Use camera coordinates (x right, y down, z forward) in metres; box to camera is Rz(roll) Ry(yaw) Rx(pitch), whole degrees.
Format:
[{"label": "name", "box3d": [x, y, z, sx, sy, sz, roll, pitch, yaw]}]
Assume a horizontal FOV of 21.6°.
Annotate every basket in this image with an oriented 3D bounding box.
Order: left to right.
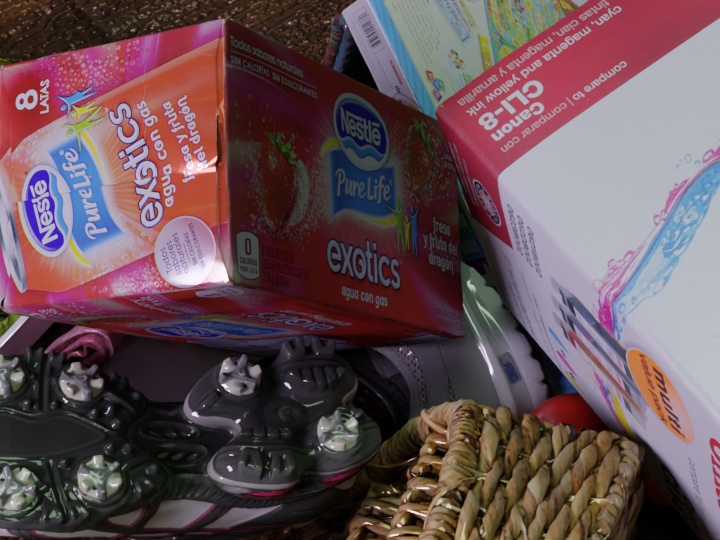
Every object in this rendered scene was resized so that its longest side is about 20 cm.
[{"label": "basket", "box3d": [0.012, 0.142, 0.694, 0.148, 0.143, 0.200, 14, 49, 16]}]

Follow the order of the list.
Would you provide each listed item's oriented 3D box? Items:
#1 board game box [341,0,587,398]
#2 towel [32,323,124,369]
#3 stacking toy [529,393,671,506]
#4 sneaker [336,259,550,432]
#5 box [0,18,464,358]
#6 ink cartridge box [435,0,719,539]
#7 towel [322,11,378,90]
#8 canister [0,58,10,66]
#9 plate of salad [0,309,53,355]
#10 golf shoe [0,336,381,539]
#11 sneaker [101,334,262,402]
[{"label": "board game box", "box3d": [0.095, -0.058, 0.862, 0.134, 0.034, 0.201, -27, 94, -20]}, {"label": "towel", "box3d": [-0.113, -0.004, 0.845, 0.023, 0.144, 0.200, 38, 43, -14]}, {"label": "stacking toy", "box3d": [0.165, 0.069, 0.801, 0.199, 0.086, 0.086, -12, 47, 2]}, {"label": "sneaker", "box3d": [0.000, 0.000, 0.845, 0.082, 0.075, 0.200, -30, 70, -18]}, {"label": "box", "box3d": [-0.043, -0.023, 0.732, 0.099, 0.200, 0.096, -7, 80, 26]}, {"label": "ink cartridge box", "box3d": [0.151, 0.001, 0.718, 0.144, 0.146, 0.200, -34, 54, -7]}, {"label": "towel", "box3d": [0.060, -0.132, 0.949, 0.199, 0.147, 0.022, -29, 73, -20]}, {"label": "canister", "box3d": [-0.286, -0.055, 0.941, 0.199, 0.087, 0.149, 10, 49, 15]}, {"label": "plate of salad", "box3d": [-0.155, -0.007, 0.834, 0.048, 0.200, 0.200, 42, 51, -14]}, {"label": "golf shoe", "box3d": [-0.093, 0.081, 0.725, 0.199, 0.088, 0.077, 0, 52, -15]}, {"label": "sneaker", "box3d": [-0.091, 0.033, 0.862, 0.088, 0.075, 0.200, -22, 16, 41]}]
